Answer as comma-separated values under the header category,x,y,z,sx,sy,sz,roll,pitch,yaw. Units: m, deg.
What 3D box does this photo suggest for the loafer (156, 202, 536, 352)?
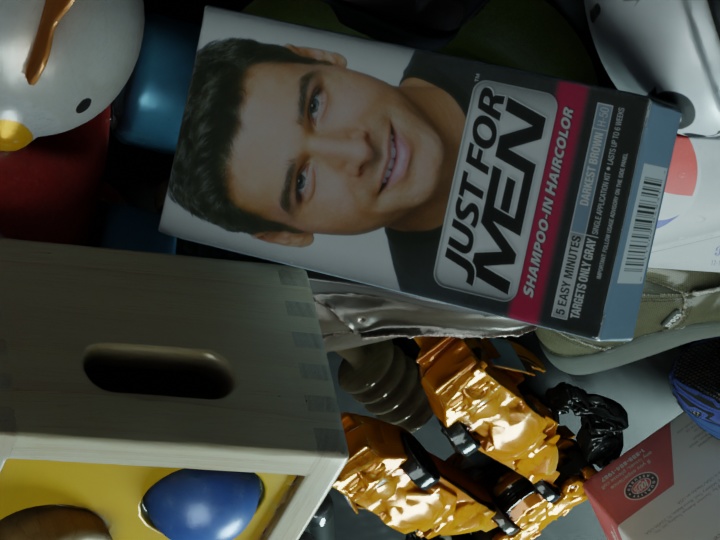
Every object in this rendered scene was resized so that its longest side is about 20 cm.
category,x,y,z,sx,sy,sz,roll,pitch,yaw
loafer,0.000,0.000,1.119,0.198,0.074,0.071,6,144,-1

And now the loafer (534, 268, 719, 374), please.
category,x,y,z,sx,sy,sz,roll,pitch,yaw
loafer,0.162,-0.008,1.149,0.199,0.076,0.070,-26,135,25

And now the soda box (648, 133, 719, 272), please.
category,x,y,z,sx,sy,sz,roll,pitch,yaw
soda box,0.119,-0.042,1.059,0.198,0.068,0.064,4,111,-2

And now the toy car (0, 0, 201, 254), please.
category,x,y,z,sx,sy,sz,roll,pitch,yaw
toy car,-0.145,-0.077,0.972,0.183,0.178,0.200,15,161,-14

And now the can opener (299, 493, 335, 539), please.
category,x,y,z,sx,sy,sz,roll,pitch,yaw
can opener,-0.049,0.134,1.236,0.066,0.054,0.201,13,143,12

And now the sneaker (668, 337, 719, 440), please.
category,x,y,z,sx,sy,sz,roll,pitch,yaw
sneaker,0.238,0.041,1.179,0.199,0.076,0.079,-8,136,40

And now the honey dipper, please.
category,x,y,z,sx,sy,sz,roll,pitch,yaw
honey dipper,-0.032,0.016,1.209,0.038,0.038,0.200,-28,126,28

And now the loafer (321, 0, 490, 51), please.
category,x,y,z,sx,sy,sz,roll,pitch,yaw
loafer,-0.019,-0.147,0.976,0.199,0.072,0.063,15,145,-40

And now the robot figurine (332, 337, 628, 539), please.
category,x,y,z,sx,sy,sz,roll,pitch,yaw
robot figurine,0.058,0.093,1.227,0.145,0.058,0.200,-38,149,10

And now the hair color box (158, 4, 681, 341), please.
category,x,y,z,sx,sy,sz,roll,pitch,yaw
hair color box,0.023,-0.041,0.982,0.198,0.100,0.061,14,-176,21

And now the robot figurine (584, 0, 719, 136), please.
category,x,y,z,sx,sy,sz,roll,pitch,yaw
robot figurine,0.192,-0.128,0.987,0.198,0.125,0.151,-15,129,16

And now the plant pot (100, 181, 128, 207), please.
category,x,y,z,sx,sy,sz,roll,pitch,yaw
plant pot,-0.188,0.057,1.154,0.199,0.202,0.196,9,128,-8

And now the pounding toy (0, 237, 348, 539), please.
category,x,y,z,sx,sy,sz,roll,pitch,yaw
pounding toy,-0.131,0.102,0.988,0.198,0.143,0.185,5,138,-25

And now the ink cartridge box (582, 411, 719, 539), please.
category,x,y,z,sx,sy,sz,roll,pitch,yaw
ink cartridge box,0.217,0.154,1.207,0.116,0.200,0.068,-33,132,-6

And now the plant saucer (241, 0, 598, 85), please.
category,x,y,z,sx,sy,sz,roll,pitch,yaw
plant saucer,0.017,-0.060,1.122,0.198,0.031,0.201,0,133,-1
